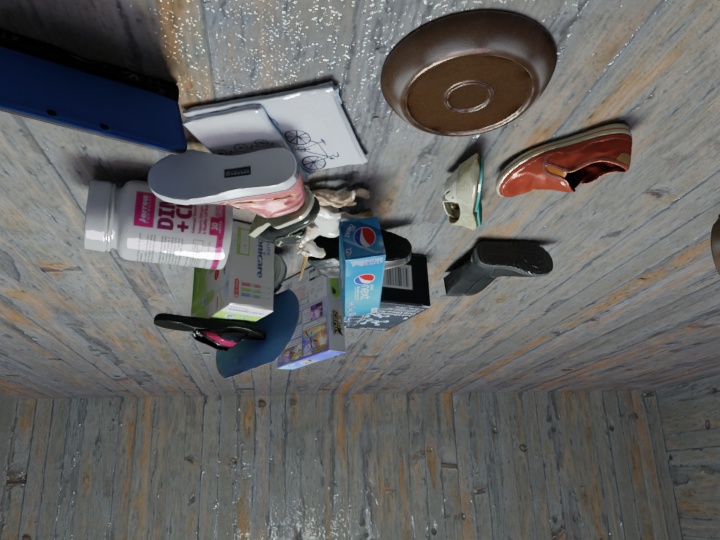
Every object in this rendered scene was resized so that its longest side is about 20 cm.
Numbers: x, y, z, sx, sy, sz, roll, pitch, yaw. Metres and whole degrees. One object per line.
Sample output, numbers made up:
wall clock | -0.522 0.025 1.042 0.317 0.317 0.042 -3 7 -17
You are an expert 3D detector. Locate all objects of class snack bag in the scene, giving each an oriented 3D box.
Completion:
snack bag | -0.097 -0.163 0.782 0.194 0.022 0.189 -7 159 12

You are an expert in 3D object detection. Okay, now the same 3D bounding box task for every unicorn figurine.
unicorn figurine | -0.047 -0.076 0.977 0.133 0.075 0.202 -3 144 4

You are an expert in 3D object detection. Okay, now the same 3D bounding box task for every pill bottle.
pill bottle | -0.291 -0.068 0.887 0.195 0.117 0.113 6 159 -22

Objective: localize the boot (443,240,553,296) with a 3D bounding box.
boot | 0.270 0.008 1.229 0.160 0.067 0.201 10 156 -7

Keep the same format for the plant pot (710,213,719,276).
plant pot | 0.682 -0.048 0.951 0.195 0.207 0.198 6 166 -21

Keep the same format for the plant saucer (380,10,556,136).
plant saucer | 0.119 -0.204 0.679 0.194 0.033 0.201 -1 160 0

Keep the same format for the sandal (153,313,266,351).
sandal | -0.259 0.112 1.056 0.195 0.046 0.075 11 157 -29

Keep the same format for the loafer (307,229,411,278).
loafer | 0.002 -0.024 1.089 0.195 0.074 0.073 1 144 23

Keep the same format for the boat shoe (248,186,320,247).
boat shoe | -0.103 -0.075 0.914 0.067 0.073 0.199 34 159 -22

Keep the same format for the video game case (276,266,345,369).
video game case | -0.106 0.095 1.259 0.045 0.187 0.198 12 157 -36

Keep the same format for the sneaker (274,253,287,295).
sneaker | -0.198 0.023 1.209 0.198 0.081 0.078 -27 161 38

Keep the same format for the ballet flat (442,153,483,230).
ballet flat | 0.150 -0.108 0.902 0.060 0.069 0.201 4 162 12

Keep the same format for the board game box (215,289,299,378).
board game box | -0.184 0.128 1.141 0.196 0.161 0.039 -23 132 25

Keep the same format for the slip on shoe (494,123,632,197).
slip on shoe | 0.273 -0.136 0.838 0.197 0.063 0.073 -16 158 38

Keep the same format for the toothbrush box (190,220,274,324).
toothbrush box | -0.231 0.021 1.094 0.084 0.150 0.198 11 157 -33

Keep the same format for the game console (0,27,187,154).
game console | -0.295 -0.157 0.632 0.196 0.122 0.170 11 157 -31

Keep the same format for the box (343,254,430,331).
box | 0.031 0.045 1.249 0.145 0.110 0.200 6 160 -23

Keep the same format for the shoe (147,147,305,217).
shoe | -0.169 -0.106 0.798 0.194 0.074 0.091 -4 159 4

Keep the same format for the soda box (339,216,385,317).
soda box | 0.000 0.000 0.976 0.062 0.069 0.201 -7 152 -6
